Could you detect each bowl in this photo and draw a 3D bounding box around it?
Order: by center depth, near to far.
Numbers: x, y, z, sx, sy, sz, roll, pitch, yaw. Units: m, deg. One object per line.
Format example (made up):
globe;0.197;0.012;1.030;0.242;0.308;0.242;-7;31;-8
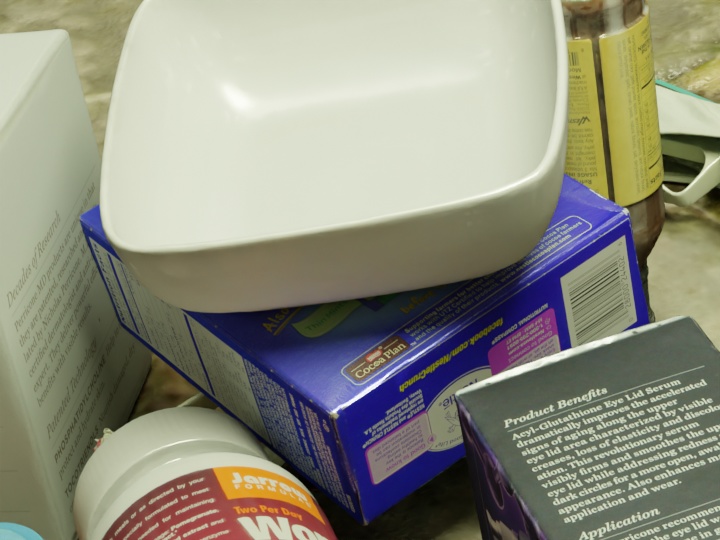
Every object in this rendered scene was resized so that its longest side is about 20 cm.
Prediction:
bowl;-0.004;-0.058;1.030;0.199;0.075;0.200;-10;42;11

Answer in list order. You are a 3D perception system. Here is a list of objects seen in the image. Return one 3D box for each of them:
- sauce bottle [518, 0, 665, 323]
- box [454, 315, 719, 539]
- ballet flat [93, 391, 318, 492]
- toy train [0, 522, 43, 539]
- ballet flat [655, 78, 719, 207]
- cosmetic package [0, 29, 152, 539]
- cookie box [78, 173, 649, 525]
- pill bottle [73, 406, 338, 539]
sauce bottle;0.112;-0.050;1.139;0.064;0.201;0.065;-6;29;3
box;0.122;0.135;0.891;0.104;0.148;0.200;-18;31;-9
ballet flat;-0.033;0.074;1.104;0.199;0.076;0.064;-17;70;-9
toy train;-0.190;0.118;1.016;0.085;0.116;0.200;-28;51;-26
ballet flat;0.199;-0.055;1.264;0.069;0.070;0.200;-34;34;-33
cosmetic package;-0.216;0.012;1.150;0.167;0.201;0.167;-3;32;15
cookie box;0.000;0.000;1.084;0.171;0.075;0.200;-33;43;-22
pill bottle;-0.052;0.143;0.972;0.109;0.110;0.200;-18;32;-10
